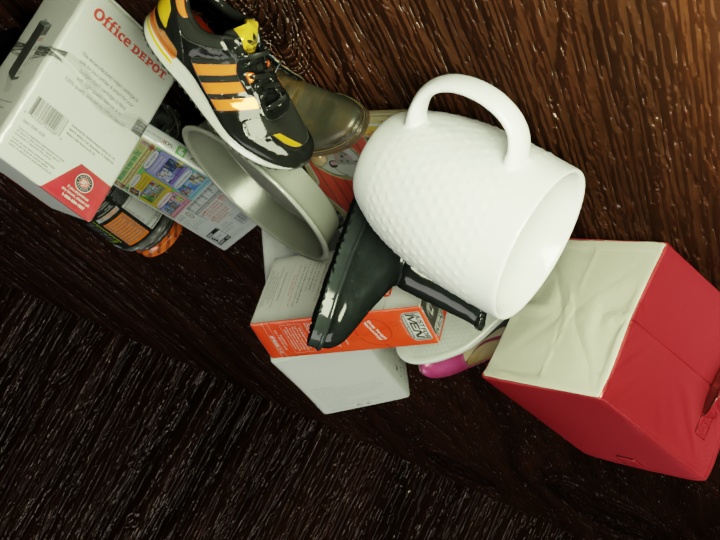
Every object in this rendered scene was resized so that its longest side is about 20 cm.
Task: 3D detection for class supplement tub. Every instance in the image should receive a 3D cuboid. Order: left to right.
[{"bbox_3d":[-0.352,-0.109,1.757,0.122,0.123,0.200,12,159,45],"label":"supplement tub"}]

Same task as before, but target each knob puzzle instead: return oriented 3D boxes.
[{"bbox_3d":[0.022,-0.078,1.249,0.218,0.031,0.220,23,150,14],"label":"knob puzzle"}]

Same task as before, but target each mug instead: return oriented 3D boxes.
[{"bbox_3d":[0.089,-0.081,1.070,0.175,0.148,0.201,31,140,23],"label":"mug"}]

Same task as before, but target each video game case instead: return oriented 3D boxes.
[{"bbox_3d":[-0.209,-0.098,1.470,0.181,0.022,0.200,31,159,-14],"label":"video game case"}]

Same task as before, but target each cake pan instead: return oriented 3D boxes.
[{"bbox_3d":[-0.099,-0.089,1.265,0.200,0.037,0.200,38,167,11],"label":"cake pan"}]

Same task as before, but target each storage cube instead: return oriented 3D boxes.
[{"bbox_3d":[0.262,0.086,1.235,0.179,0.172,0.199,36,163,-31],"label":"storage cube"}]

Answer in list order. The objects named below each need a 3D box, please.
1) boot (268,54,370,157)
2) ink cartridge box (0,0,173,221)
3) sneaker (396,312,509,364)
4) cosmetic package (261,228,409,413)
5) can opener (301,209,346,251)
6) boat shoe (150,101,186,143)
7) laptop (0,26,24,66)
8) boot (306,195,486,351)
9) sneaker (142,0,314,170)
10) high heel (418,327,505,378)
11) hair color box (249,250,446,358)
[{"bbox_3d":[-0.084,-0.166,1.180,0.199,0.075,0.097,16,165,43],"label":"boot"},{"bbox_3d":[-0.301,-0.177,1.281,0.083,0.201,0.144,18,164,43],"label":"ink cartridge box"},{"bbox_3d":[0.136,0.052,1.357,0.071,0.199,0.099,60,-173,23],"label":"sneaker"},{"bbox_3d":[-0.029,0.042,1.498,0.122,0.201,0.200,-13,153,14],"label":"cosmetic package"},{"bbox_3d":[0.000,0.000,1.371,0.201,0.067,0.053,61,172,-8],"label":"can opener"},{"bbox_3d":[-0.241,-0.171,1.474,0.066,0.071,0.200,6,159,5],"label":"boat shoe"},{"bbox_3d":[-0.373,-0.196,1.461,0.177,0.103,0.200,39,168,14],"label":"laptop"},{"bbox_3d":[0.050,0.011,1.164,0.161,0.199,0.073,23,150,-5],"label":"boot"},{"bbox_3d":[-0.108,-0.179,1.105,0.200,0.070,0.090,47,137,-4],"label":"sneaker"},{"bbox_3d":[0.159,0.078,1.402,0.095,0.199,0.068,10,113,48],"label":"high heel"},{"bbox_3d":[-0.007,0.030,1.289,0.198,0.102,0.061,-7,134,27],"label":"hair color box"}]
